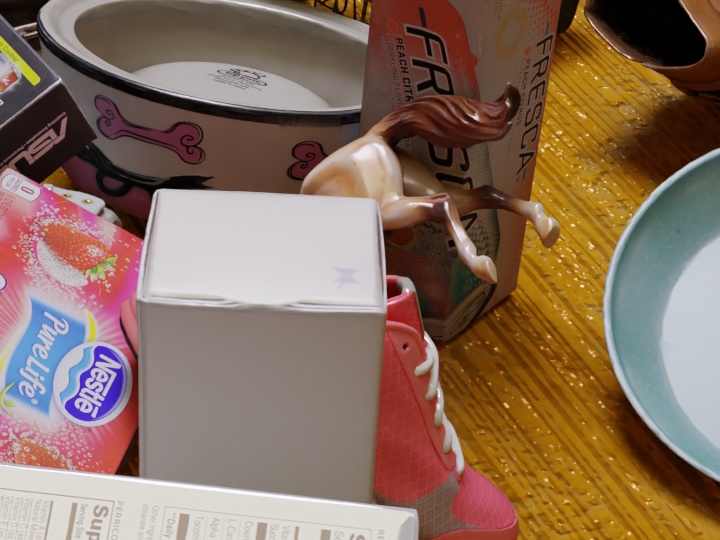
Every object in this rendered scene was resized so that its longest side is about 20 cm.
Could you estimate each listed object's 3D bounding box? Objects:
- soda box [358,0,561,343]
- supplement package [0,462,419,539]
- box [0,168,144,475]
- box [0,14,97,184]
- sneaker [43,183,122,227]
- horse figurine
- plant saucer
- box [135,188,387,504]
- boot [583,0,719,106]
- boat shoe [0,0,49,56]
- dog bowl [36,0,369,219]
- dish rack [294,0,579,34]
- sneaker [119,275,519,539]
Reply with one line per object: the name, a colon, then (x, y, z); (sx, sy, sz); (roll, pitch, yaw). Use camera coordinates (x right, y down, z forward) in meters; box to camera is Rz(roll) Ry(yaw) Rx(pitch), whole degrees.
soda box: (0.043, -0.072, 0.899); (0.063, 0.201, 0.068); (26, 38, 28)
supplement package: (-0.092, 0.151, 0.554); (0.199, 0.152, 0.151); (6, 64, 0)
box: (-0.140, 0.064, 0.748); (0.099, 0.096, 0.200); (27, 35, -4)
box: (-0.234, -0.075, 0.855); (0.160, 0.044, 0.200); (-40, 57, -10)
sneaker: (-0.170, -0.031, 0.931); (0.115, 0.074, 0.201); (4, 43, -5)
horse figurine: (0.000, 0.000, 0.849); (0.132, 0.201, 0.050); (32, 2, 32)
plant saucer: (0.209, 0.026, 0.879); (0.199, 0.036, 0.201); (-4, 57, 5)
box: (-0.036, 0.074, 0.674); (0.082, 0.201, 0.069); (4, 34, -3)
boot: (0.229, -0.112, 1.045); (0.200, 0.077, 0.155); (31, 13, 39)
boat shoe: (-0.230, -0.131, 1.058); (0.201, 0.075, 0.075); (-2, 35, -11)
dog bowl: (-0.067, -0.081, 0.984); (0.199, 0.074, 0.200); (9, 22, -4)
dish rack: (0.023, -0.182, 1.190); (0.153, 0.055, 0.200); (-24, 44, -37)
sneaker: (0.006, 0.049, 0.748); (0.200, 0.087, 0.074); (37, 13, -31)
